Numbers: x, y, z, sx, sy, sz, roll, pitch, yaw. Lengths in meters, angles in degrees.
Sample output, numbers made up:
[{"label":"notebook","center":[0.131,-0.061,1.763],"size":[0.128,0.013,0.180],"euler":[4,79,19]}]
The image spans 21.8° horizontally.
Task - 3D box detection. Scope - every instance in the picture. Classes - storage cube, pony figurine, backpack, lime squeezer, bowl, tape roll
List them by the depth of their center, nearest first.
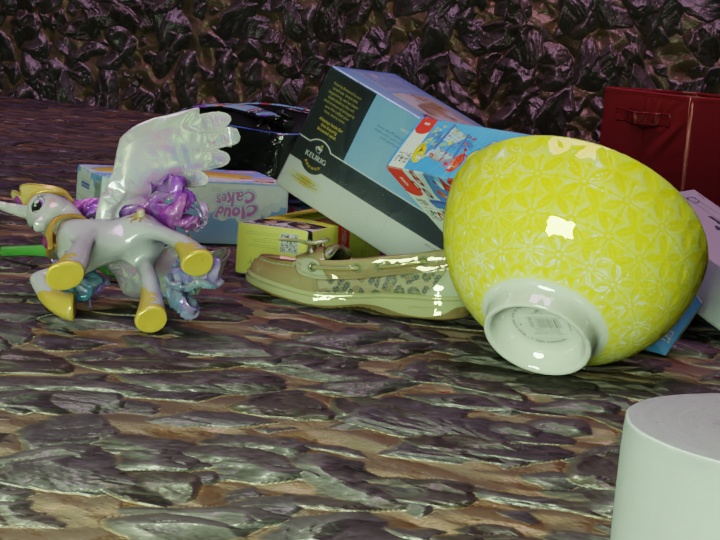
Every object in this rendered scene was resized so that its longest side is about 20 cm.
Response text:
[{"label":"tape roll","center":[0.223,0.111,0.902],"size":[0.200,0.066,0.200],"euler":[4,7,-1]},{"label":"bowl","center":[0.142,0.010,1.349],"size":[0.200,0.200,0.108],"euler":[8,51,21]},{"label":"pony figurine","center":[-0.177,-0.028,1.448],"size":[0.193,0.167,0.200],"euler":[-6,26,-19]},{"label":"lime squeezer","center":[-0.232,-0.016,1.642],"size":[0.200,0.038,0.071],"euler":[6,8,10]},{"label":"backpack","center":[-0.120,-0.128,2.168],"size":[0.200,0.135,0.182],"euler":[11,10,32]},{"label":"storage cube","center":[0.433,-0.147,2.500],"size":[0.200,0.180,0.171],"euler":[-2,10,-36]}]

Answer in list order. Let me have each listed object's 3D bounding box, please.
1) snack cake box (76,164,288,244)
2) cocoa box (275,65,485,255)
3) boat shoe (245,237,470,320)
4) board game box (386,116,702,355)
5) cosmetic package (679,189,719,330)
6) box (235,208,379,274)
[{"label":"snack cake box","center":[-0.187,-0.069,1.948],"size":[0.200,0.067,0.115],"euler":[2,8,-22]},{"label":"cocoa box","center":[0.050,-0.091,1.774],"size":[0.200,0.131,0.133],"euler":[33,17,24]},{"label":"boat shoe","center":[0.000,0.000,1.576],"size":[0.200,0.063,0.073],"euler":[7,9,16]},{"label":"board game box","center":[0.146,-0.029,1.505],"size":[0.200,0.056,0.196],"euler":[47,-17,-31]},{"label":"cosmetic package","center":[0.313,-0.007,1.648],"size":[0.151,0.052,0.200],"euler":[35,19,19]},{"label":"box","center":[-0.046,-0.027,1.788],"size":[0.075,0.050,0.200],"euler":[8,8,21]}]
